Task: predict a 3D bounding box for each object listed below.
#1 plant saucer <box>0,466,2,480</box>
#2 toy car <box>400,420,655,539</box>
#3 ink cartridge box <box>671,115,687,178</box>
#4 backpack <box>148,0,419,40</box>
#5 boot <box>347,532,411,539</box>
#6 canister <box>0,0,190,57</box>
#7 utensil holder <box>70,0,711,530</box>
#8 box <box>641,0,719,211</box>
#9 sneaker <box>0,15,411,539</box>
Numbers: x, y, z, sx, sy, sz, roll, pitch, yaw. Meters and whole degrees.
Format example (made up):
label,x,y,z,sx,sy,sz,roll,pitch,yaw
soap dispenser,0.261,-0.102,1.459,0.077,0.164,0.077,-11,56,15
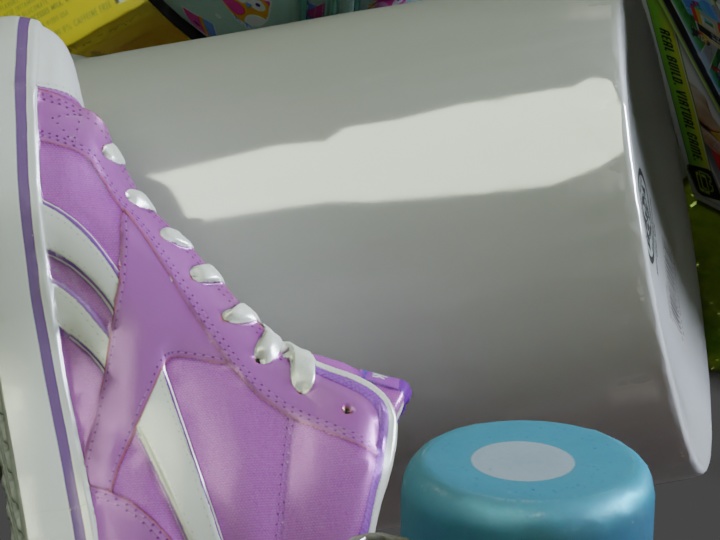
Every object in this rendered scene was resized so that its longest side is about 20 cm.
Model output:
label,x,y,z,sx,sy,sz,roll,pitch,yaw
plant saucer,-0.199,0.033,0.909,0.198,0.029,0.202,-6,71,18
toy car,0.114,0.122,0.657,0.176,0.186,0.200,13,22,31
ink cartridge box,0.008,-0.071,0.973,0.175,0.045,0.200,-24,40,-3
backpack,-0.024,-0.149,0.857,0.166,0.200,0.127,34,67,12
boot,-0.019,0.187,0.585,0.200,0.072,0.183,-46,49,37
canister,-0.139,-0.158,1.024,0.148,0.086,0.201,-27,71,17
utensil holder,0.000,0.000,0.805,0.198,0.171,0.171,-10,42,13
box,0.135,-0.086,0.811,0.035,0.201,0.110,-39,43,-19
sneaker,-0.048,0.019,0.704,0.113,0.073,0.202,-10,72,-10
